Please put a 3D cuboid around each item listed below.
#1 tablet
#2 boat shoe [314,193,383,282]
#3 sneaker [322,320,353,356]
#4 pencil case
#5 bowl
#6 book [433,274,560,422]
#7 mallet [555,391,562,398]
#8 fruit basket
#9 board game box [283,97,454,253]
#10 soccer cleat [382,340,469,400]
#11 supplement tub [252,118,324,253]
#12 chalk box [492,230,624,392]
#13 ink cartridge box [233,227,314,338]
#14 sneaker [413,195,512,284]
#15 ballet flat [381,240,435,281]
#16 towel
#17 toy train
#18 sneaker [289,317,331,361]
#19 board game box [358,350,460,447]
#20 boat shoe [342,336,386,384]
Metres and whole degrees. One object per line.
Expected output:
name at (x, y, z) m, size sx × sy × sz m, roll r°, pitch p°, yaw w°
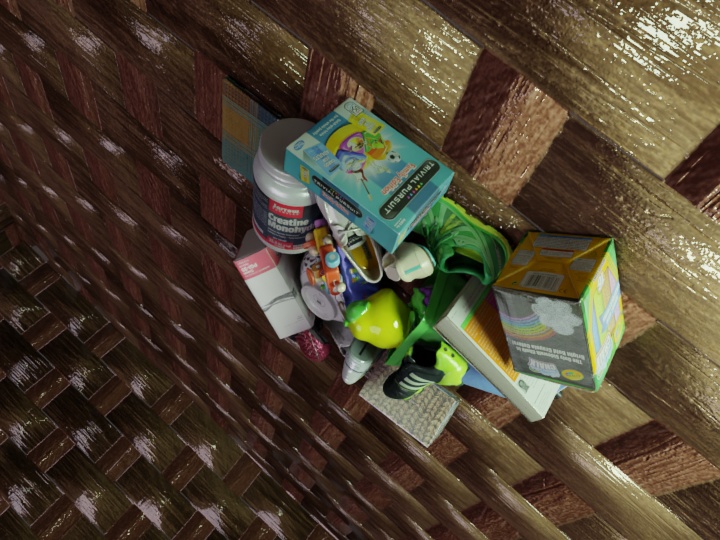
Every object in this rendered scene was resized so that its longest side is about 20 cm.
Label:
tablet at (0.225, 0.172, 0.918) m, size 0.195 × 0.014 × 0.131 m, roll 19°, pitch 148°, yaw -2°
boat shoe at (-0.013, -0.063, 0.878) m, size 0.071 × 0.069 × 0.203 m, roll -102°, pitch -11°, yaw -55°
sneaker at (-0.029, 0.141, 1.219) m, size 0.197 × 0.081 × 0.077 m, roll 23°, pitch 148°, yaw 43°
pencil case at (0.000, 0.000, 1.007) m, size 0.078 × 0.085 × 0.205 m, roll -132°, pitch 28°, yaw -58°
bowl at (-0.059, 0.037, 1.128) m, size 0.198 × 0.094 × 0.204 m, roll 29°, pitch 145°, yaw 23°
book at (0.223, 0.104, 0.841) m, size 0.200 × 0.134 × 0.048 m, roll 44°, pitch 148°, yaw 3°
mallet at (0.268, 0.139, 0.913) m, size 0.199 × 0.041 × 0.066 m, roll 43°, pitch 165°, yaw -4°
fruit basket at (0.077, 0.076, 0.952) m, size 0.210 × 0.158 × 0.218 m, roll 18°, pitch 146°, yaw 13°
board game box at (0.013, -0.141, 0.791) m, size 0.198 × 0.151 × 0.047 m, roll 37°, pitch 147°, yaw 11°
soccer cleat at (0.091, 0.160, 0.911) m, size 0.081 × 0.068 × 0.199 m, roll 43°, pitch 141°, yaw -14°
supplement tub at (-0.115, -0.139, 0.953) m, size 0.139 × 0.141 × 0.202 m, roll 36°, pitch 147°, yaw 12°
chalk box at (0.274, 0.068, 0.753) m, size 0.122 × 0.124 × 0.203 m, roll 9°, pitch 135°, yaw 41°
ink cartridge box at (-0.171, 0.017, 1.170) m, size 0.081 × 0.148 × 0.203 m, roll -20°, pitch 116°, yaw 12°
sneaker at (0.128, -0.050, 0.824) m, size 0.197 × 0.084 × 0.075 m, roll 31°, pitch 146°, yaw 23°
ballet flat at (0.063, -0.015, 0.873) m, size 0.070 × 0.069 × 0.200 m, roll 48°, pitch 179°, yaw -6°
towel at (-0.206, -0.245, 1.053) m, size 0.145 × 0.022 × 0.202 m, roll 37°, pitch 145°, yaw 12°
toy train at (-0.063, 0.005, 0.935) m, size 0.202 × 0.054 × 0.154 m, roll 87°, pitch 169°, yaw -60°
sneaker at (-0.110, 0.130, 1.240) m, size 0.199 × 0.073 × 0.083 m, roll 35°, pitch 138°, yaw 58°
board game box at (0.103, 0.248, 1.094) m, size 0.157 × 0.098 × 0.200 m, roll 33°, pitch 177°, yaw 18°
boat shoe at (0.012, 0.140, 1.057) m, size 0.073 × 0.199 × 0.068 m, roll 36°, pitch 121°, yaw 11°
